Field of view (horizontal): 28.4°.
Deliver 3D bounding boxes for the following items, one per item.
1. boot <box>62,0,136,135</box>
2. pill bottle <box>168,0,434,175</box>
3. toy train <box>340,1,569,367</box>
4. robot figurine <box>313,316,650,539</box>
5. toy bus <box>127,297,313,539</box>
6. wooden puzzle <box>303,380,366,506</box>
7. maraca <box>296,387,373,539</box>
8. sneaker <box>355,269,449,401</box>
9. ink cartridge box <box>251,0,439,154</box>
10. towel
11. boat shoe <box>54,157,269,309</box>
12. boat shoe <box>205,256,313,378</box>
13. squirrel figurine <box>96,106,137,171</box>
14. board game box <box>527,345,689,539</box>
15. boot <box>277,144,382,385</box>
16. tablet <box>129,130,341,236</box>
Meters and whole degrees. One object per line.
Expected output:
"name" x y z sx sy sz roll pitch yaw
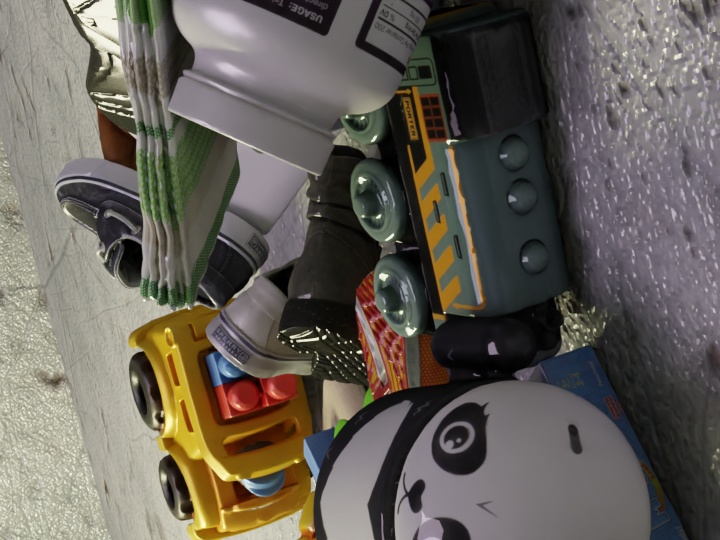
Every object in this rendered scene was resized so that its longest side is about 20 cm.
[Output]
"boot" -0.110 -0.178 0.824 0.204 0.073 0.155 84 -162 -66
"pill bottle" -0.015 -0.151 0.644 0.201 0.112 0.112 -67 26 3
"toy train" 0.050 -0.043 0.728 0.114 0.085 0.201 8 112 59
"robot figurine" 0.049 0.113 0.669 0.151 0.124 0.200 59 159 -5
"toy bus" -0.096 0.120 1.180 0.192 0.135 0.201 -18 87 67
"wooden puzzle" -0.001 0.202 1.105 0.201 0.046 0.186 100 149 -51
"maraca" 0.009 0.171 0.965 0.137 0.107 0.201 -46 36 34
"sneaker" 0.043 0.086 0.841 0.073 0.077 0.201 33 128 49
"ink cartridge box" -0.016 -0.169 0.744 0.042 0.119 0.201 41 143 49
"towel" -0.093 -0.100 0.724 0.150 0.030 0.201 -79 -11 -56
"boat shoe" -0.154 -0.021 0.994 0.199 0.068 0.072 21 155 33
"boat shoe" -0.043 0.026 0.997 0.071 0.070 0.200 42 -169 13
"squirrel figurine" -0.120 -0.181 0.996 0.187 0.141 0.201 137 118 -69
"board game box" 0.113 0.152 0.764 0.200 0.036 0.152 110 140 -58
"boot" 0.000 0.000 0.922 0.200 0.067 0.132 57 -142 -70
"tablet" -0.069 -0.120 0.896 0.130 0.014 0.200 39 132 0
